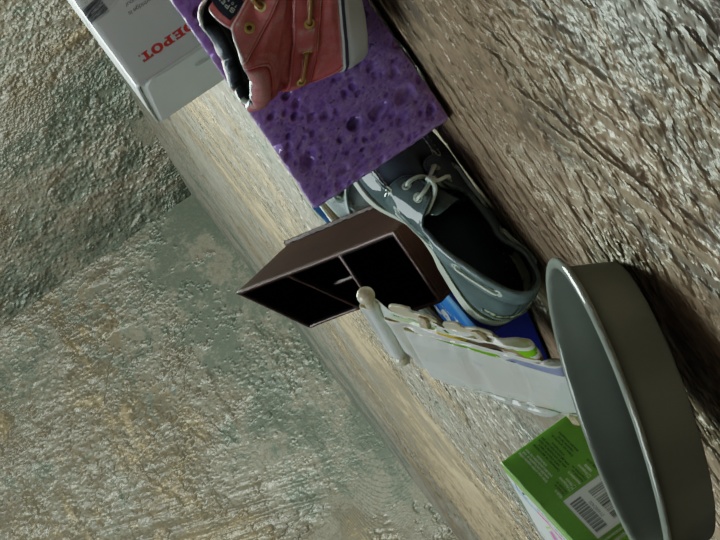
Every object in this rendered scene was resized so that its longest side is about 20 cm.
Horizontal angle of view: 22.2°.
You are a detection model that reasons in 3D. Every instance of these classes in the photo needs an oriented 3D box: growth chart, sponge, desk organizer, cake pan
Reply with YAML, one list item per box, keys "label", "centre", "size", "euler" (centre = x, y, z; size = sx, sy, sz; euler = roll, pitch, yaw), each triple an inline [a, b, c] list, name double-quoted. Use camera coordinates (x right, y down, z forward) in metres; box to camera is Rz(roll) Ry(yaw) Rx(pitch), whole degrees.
- label: "growth chart"
  centre: [0.095, 0.069, 1.351]
  size: [0.199, 0.018, 0.145]
  euler: [18, 159, 14]
- label: "sponge"
  centre: [-0.042, -0.154, 1.241]
  size: [0.200, 0.111, 0.030]
  euler: [56, -176, -3]
- label: "desk organizer"
  centre: [0.000, 0.000, 1.426]
  size: [0.200, 0.077, 0.072]
  euler: [-21, 108, 47]
- label: "cake pan"
  centre: [0.160, 0.083, 1.086]
  size: [0.200, 0.037, 0.201]
  euler: [162, 90, -87]

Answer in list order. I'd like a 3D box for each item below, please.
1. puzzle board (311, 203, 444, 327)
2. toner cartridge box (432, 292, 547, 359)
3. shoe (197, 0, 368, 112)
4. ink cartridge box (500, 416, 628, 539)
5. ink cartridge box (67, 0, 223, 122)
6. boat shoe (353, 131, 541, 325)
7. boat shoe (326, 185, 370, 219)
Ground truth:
- label: "puzzle board"
  centre: [0.018, -0.005, 1.594]
  size: [0.200, 0.017, 0.151]
  euler: [44, -176, -37]
- label: "toner cartridge box"
  centre: [0.077, 0.009, 1.507]
  size: [0.200, 0.043, 0.095]
  euler: [50, 171, 41]
- label: "shoe"
  centre: [-0.054, -0.188, 1.134]
  size: [0.071, 0.091, 0.200]
  euler: [45, 158, 37]
- label: "ink cartridge box"
  centre: [0.214, 0.240, 1.526]
  size: [0.148, 0.076, 0.200]
  euler: [46, 168, 55]
- label: "ink cartridge box"
  centre: [-0.175, -0.251, 1.575]
  size: [0.200, 0.145, 0.084]
  euler: [53, 174, 19]
- label: "boat shoe"
  centre: [0.057, -0.051, 1.286]
  size: [0.200, 0.073, 0.062]
  euler: [52, 160, -1]
- label: "boat shoe"
  centre: [-0.022, -0.110, 1.480]
  size: [0.202, 0.074, 0.065]
  euler: [60, -171, 20]
